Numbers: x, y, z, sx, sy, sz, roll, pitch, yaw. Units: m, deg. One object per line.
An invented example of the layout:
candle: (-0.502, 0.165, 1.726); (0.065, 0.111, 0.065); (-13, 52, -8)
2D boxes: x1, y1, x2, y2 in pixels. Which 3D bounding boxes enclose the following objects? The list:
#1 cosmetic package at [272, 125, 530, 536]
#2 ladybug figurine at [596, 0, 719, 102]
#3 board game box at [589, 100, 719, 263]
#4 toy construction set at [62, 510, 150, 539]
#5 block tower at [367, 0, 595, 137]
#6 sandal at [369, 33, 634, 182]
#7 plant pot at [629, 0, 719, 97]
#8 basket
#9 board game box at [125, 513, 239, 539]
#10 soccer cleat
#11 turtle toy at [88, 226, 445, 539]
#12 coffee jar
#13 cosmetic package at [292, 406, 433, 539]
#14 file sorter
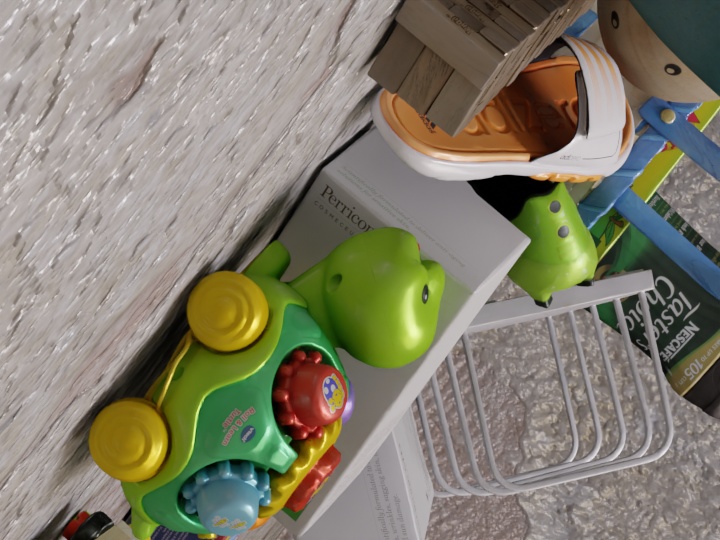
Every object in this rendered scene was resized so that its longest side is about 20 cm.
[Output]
cosmetic package: (-0.010, 0.033, 1.131); (0.200, 0.107, 0.085); (-58, 170, 34)
ladybug figurine: (0.207, -0.183, 1.121); (0.200, 0.136, 0.072); (-53, 165, 4)
board game box: (0.185, -0.082, 1.395); (0.200, 0.048, 0.102); (-51, 180, -5)
toy construction set: (-0.161, 0.198, 1.086); (0.131, 0.092, 0.200); (-54, -175, 26)
block tower: (0.072, -0.131, 1.023); (0.058, 0.054, 0.200); (-56, 173, 34)
sandal: (0.092, -0.089, 1.088); (0.206, 0.079, 0.059); (-13, 154, -49)
plant pot: (0.194, -0.185, 0.987); (0.200, 0.188, 0.200); (-51, 175, -6)
basket: (0.172, -0.063, 1.255); (0.139, 0.200, 0.176); (-52, 173, -14)
board game box: (-0.105, 0.163, 1.426); (0.200, 0.062, 0.200); (-54, 174, 16)
soccer cleat: (0.070, -0.047, 1.198); (0.067, 0.082, 0.200); (-27, -150, -19)
turtle toy: (-0.043, 0.055, 1.018); (0.200, 0.101, 0.146); (-52, 175, -1)
coffee jar: (0.218, 0.011, 1.505); (0.105, 0.200, 0.085); (-54, 174, 28)
cosmetic package: (-0.005, 0.120, 1.333); (0.081, 0.114, 0.200); (-14, -174, 4)
file sorter: (0.111, 0.081, 1.405); (0.138, 0.125, 0.200); (-12, 176, -15)
